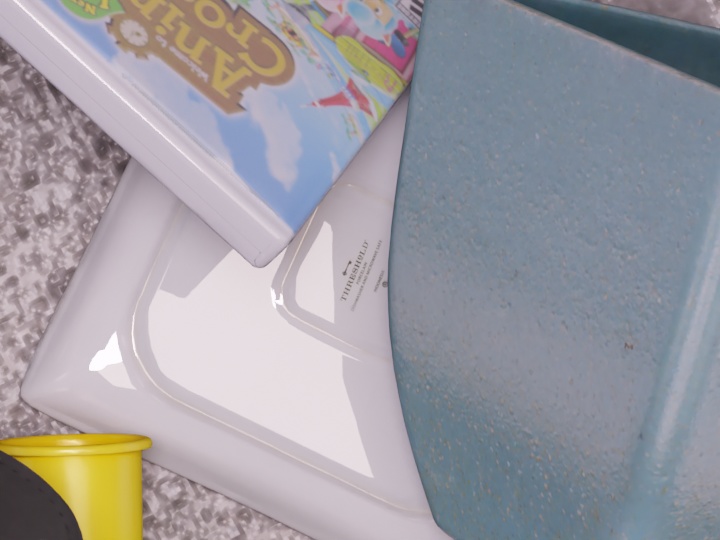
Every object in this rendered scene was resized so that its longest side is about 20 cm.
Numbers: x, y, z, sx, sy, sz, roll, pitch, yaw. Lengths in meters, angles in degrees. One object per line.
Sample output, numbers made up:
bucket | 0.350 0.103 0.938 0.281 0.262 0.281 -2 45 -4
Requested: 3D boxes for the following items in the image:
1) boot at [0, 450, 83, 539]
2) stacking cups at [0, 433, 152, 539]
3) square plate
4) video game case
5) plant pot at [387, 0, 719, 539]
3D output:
boot | -0.201 0.132 1.000 0.199 0.175 0.069 5 43 -10
stacking cups | -0.104 0.161 1.066 0.060 0.060 0.201 -1 93 -14
square plate | 0.000 0.000 1.113 0.197 0.028 0.201 26 81 -10
video game case | -0.068 -0.118 1.052 0.200 0.022 0.182 42 41 -6
plant pot | 0.122 0.024 1.043 0.196 0.196 0.201 8 104 -36
